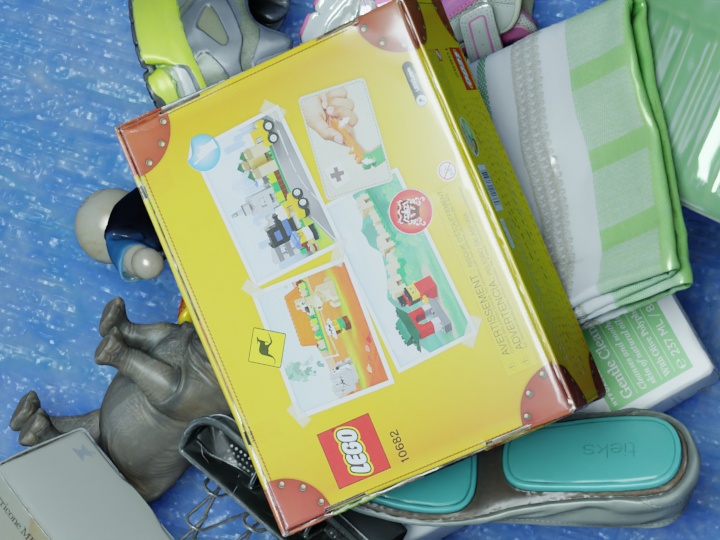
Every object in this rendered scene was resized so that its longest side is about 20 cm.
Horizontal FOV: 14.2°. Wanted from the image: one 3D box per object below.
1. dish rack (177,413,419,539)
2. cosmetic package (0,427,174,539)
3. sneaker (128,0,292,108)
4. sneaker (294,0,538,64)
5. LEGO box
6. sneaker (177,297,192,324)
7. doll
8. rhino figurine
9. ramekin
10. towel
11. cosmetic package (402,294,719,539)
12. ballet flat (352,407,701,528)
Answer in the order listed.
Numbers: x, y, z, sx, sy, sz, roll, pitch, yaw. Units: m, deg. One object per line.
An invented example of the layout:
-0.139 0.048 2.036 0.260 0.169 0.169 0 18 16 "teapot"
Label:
-0.045 0.177 1.433 0.153 0.054 0.200 41 126 20 "dish rack"
-0.177 0.184 1.448 0.105 0.071 0.200 48 125 15 "cosmetic package"
-0.079 -0.149 1.494 0.081 0.074 0.201 -13 48 1 "sneaker"
0.043 -0.136 1.491 0.200 0.081 0.088 -46 80 7 "sneaker"
0.001 -0.003 1.301 0.148 0.077 0.201 -23 88 16 "LEGO box"
0.000 0.000 1.476 0.199 0.077 0.073 -27 106 11 "sneaker"
-0.073 -0.046 1.446 0.200 0.137 0.049 -26 110 43 "doll"
-0.093 0.052 1.440 0.087 0.060 0.200 32 130 -18 "rhino figurine"
0.194 -0.069 1.397 0.199 0.200 0.098 26 95 13 "ramekin"
0.063 -0.032 1.366 0.200 0.031 0.150 -24 68 39 "towel"
0.070 0.058 1.457 0.199 0.085 0.108 -31 81 5 "cosmetic package"
0.062 0.099 1.380 0.199 0.064 0.068 2 63 6 "ballet flat"
